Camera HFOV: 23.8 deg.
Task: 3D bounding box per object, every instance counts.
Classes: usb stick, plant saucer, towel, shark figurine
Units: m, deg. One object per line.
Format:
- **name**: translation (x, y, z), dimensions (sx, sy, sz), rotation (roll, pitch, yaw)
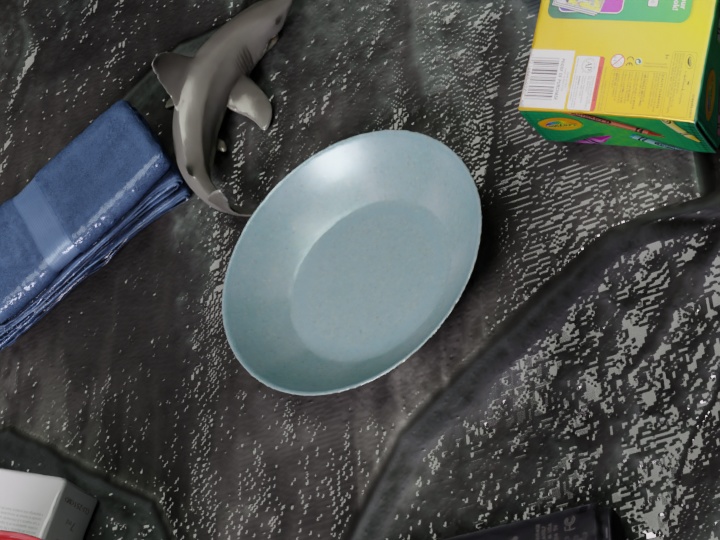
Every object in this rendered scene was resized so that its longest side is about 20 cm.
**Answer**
- **usb stick**: translation (0.058, 0.180, 0.995), dimensions (0.199, 0.033, 0.056), rotation (-19, 45, 24)
- **plant saucer**: translation (0.000, 0.000, 1.149), dimensions (0.200, 0.039, 0.202), rotation (-18, 53, 25)
- **towel**: translation (-0.228, -0.037, 1.325), dimensions (0.200, 0.049, 0.112), rotation (-41, 47, 6)
- **shark figurine**: translation (-0.123, -0.119, 1.282), dimensions (0.128, 0.089, 0.215), rotation (-16, 51, 27)

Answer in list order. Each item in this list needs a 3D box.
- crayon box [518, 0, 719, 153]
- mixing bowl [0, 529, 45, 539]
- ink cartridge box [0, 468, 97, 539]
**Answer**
- **crayon box**: translation (0.182, -0.181, 1.091), dimensions (0.118, 0.058, 0.201), rotation (7, 78, 28)
- **mixing bowl**: translation (-0.236, 0.269, 1.058), dimensions (0.199, 0.108, 0.201), rotation (4, 71, -13)
- **ink cartridge box**: translation (-0.297, 0.222, 1.205), dimensions (0.199, 0.044, 0.174), rotation (3, 64, 35)
